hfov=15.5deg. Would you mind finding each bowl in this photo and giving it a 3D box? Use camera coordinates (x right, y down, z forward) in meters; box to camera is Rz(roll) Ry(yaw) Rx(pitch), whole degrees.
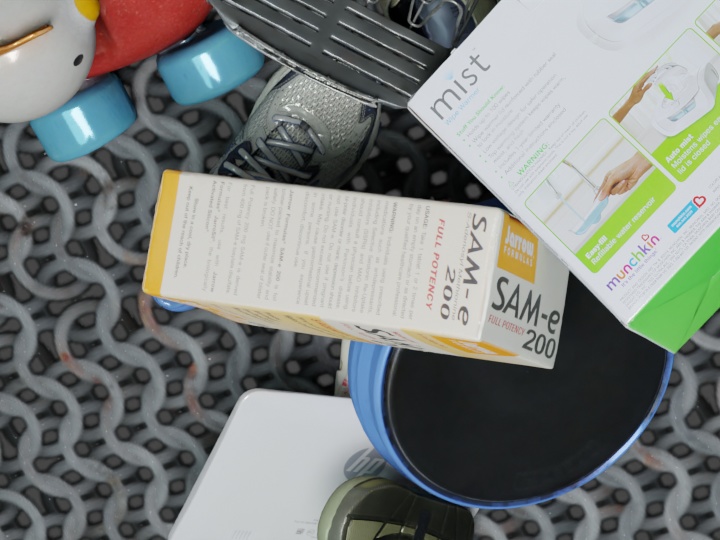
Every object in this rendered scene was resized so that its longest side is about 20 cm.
[{"bbox_3d":[0.093,0.052,1.561,0.200,0.039,0.201,-9,120,-16],"label":"bowl"}]

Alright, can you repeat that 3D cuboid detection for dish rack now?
[{"bbox_3d":[0.011,-0.190,1.440,0.153,0.200,0.055,26,154,-1],"label":"dish rack"}]

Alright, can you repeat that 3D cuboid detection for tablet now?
[{"bbox_3d":[-0.008,0.129,1.609,0.200,0.014,0.130,7,125,-32],"label":"tablet"}]

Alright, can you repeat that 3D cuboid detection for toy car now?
[{"bbox_3d":[-0.173,-0.146,1.495,0.177,0.200,0.184,-22,107,19],"label":"toy car"}]

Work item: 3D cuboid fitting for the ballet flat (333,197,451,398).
[{"bbox_3d":[0.026,0.040,1.611,0.064,0.076,0.200,44,116,26],"label":"ballet flat"}]

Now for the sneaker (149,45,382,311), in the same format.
[{"bbox_3d":[-0.058,-0.046,1.575,0.077,0.085,0.200,37,113,-5],"label":"sneaker"}]

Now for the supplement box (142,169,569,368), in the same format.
[{"bbox_3d":[0.000,0.000,1.445,0.200,0.126,0.074,7,84,24],"label":"supplement box"}]

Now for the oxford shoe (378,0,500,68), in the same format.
[{"bbox_3d":[0.032,-0.183,1.501,0.071,0.074,0.200,-30,93,22],"label":"oxford shoe"}]

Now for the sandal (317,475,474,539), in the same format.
[{"bbox_3d":[0.017,0.163,1.599,0.057,0.201,0.080,14,74,29],"label":"sandal"}]

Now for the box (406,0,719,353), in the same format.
[{"bbox_3d":[0.158,-0.092,1.364,0.200,0.097,0.176,-48,66,6],"label":"box"}]
